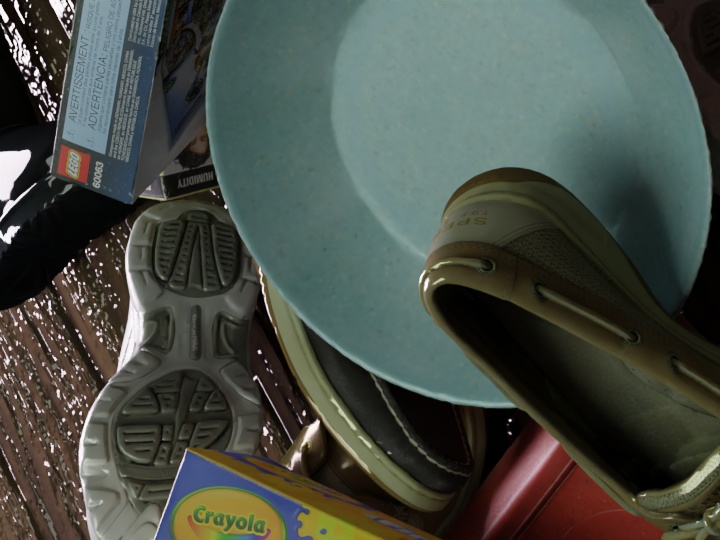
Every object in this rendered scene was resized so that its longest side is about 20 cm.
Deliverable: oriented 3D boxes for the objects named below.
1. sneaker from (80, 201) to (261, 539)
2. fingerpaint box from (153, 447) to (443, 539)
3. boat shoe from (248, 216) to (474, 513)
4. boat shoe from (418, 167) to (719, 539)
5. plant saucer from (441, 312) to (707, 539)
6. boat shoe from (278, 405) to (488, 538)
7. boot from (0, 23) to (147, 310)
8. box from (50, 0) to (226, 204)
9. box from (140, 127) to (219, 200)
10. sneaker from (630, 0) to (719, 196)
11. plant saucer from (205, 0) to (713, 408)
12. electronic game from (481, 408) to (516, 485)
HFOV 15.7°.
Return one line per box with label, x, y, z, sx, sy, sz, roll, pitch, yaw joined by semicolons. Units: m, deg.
sneaker;-0.082;0.070;1.201;0.100;0.077;0.201;98;-178;-49
fingerpaint box;-0.003;0.183;1.024;0.199;0.073;0.168;23;94;29
boat shoe;0.000;0.000;1.033;0.065;0.073;0.201;-37;61;20
boat shoe;0.099;0.052;0.904;0.073;0.063;0.201;-33;109;36
plant saucer;0.124;0.139;1.023;0.200;0.037;0.200;46;135;14
boat shoe;-0.006;0.101;1.122;0.074;0.066;0.200;50;142;21
boot;-0.183;-0.083;1.332;0.198;0.073;0.163;-37;70;50
box;-0.060;-0.132;1.064;0.037;0.200;0.137;19;122;11
box;-0.086;-0.138;1.189;0.050;0.075;0.201;8;107;47
sneaker;0.115;-0.064;0.978;0.200;0.078;0.100;50;143;40
plant saucer;0.039;-0.048;0.947;0.200;0.039;0.202;13;119;24
electronic game;0.041;0.029;1.113;0.200;0.041;0.201;31;133;40
